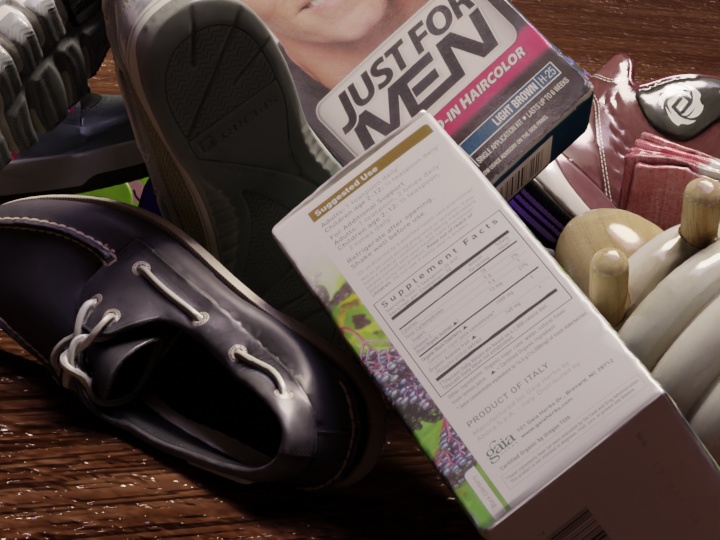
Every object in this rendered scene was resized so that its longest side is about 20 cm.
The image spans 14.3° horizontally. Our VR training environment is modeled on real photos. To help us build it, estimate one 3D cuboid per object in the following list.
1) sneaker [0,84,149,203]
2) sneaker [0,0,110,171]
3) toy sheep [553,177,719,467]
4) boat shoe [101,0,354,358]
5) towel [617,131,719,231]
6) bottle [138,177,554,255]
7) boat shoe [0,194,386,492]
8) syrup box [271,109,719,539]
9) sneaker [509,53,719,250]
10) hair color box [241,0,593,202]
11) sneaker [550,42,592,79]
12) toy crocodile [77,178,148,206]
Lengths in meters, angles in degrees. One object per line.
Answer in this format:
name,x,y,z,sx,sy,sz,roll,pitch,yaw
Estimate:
sneaker,-0.164,-0.093,1.247,0.199,0.121,0.084,-7,9,-4
sneaker,-0.191,-0.077,1.167,0.115,0.075,0.200,25,60,20
toy sheep,0.150,0.047,1.123,0.200,0.138,0.138,47,29,26
boat shoe,-0.049,-0.036,1.146,0.074,0.202,0.065,-35,40,-11
towel,0.191,0.037,1.192,0.199,0.144,0.023,21,38,24
bottle,0.000,0.000,1.280,0.199,0.066,0.084,9,11,-22
boat shoe,-0.084,0.025,1.092,0.200,0.073,0.063,28,17,26
syrup box,0.050,0.035,1.041,0.079,0.081,0.200,52,0,-40
sneaker,0.166,-0.019,1.279,0.200,0.116,0.076,44,-13,-5
hair color box,-0.007,-0.103,1.189,0.200,0.100,0.061,45,-9,11
sneaker,0.112,-0.048,1.382,0.200,0.075,0.079,58,9,-45
toy crocodile,-0.166,-0.056,1.336,0.199,0.062,0.068,9,15,-24
